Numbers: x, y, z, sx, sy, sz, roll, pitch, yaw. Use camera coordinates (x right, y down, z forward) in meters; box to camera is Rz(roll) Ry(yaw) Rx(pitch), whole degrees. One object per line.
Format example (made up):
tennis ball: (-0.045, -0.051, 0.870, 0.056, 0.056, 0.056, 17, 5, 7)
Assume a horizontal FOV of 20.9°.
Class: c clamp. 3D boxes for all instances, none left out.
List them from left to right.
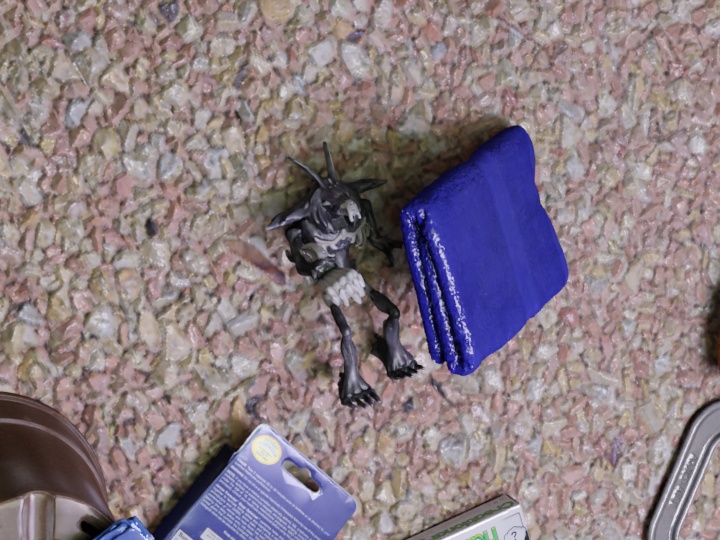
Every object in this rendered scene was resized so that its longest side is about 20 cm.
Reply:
c clamp: (0.350, 0.204, 1.766, 0.170, 0.027, 0.201, 30, 88, -24)

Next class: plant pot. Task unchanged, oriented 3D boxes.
plant pot: (-0.259, 0.208, 1.429, 0.198, 0.198, 0.202, -4, 101, -21)

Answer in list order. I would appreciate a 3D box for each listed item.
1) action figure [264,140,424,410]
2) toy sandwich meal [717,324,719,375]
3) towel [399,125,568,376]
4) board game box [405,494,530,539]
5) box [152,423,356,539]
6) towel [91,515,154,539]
action figure: (0.000, 0.000, 1.546, 0.118, 0.102, 0.202, -25, 109, -31)
toy sandwich meal: (0.412, 0.054, 1.729, 0.203, 0.070, 0.207, -1, 93, -19)
towel: (0.096, -0.017, 1.557, 0.200, 0.049, 0.149, -38, 113, -55)
board game box: (0.061, 0.289, 1.661, 0.199, 0.035, 0.127, -23, 107, -17)
box: (-0.106, 0.230, 1.584, 0.121, 0.032, 0.200, 42, 86, -23)
towel: (-0.159, 0.287, 1.354, 0.144, 0.024, 0.201, -38, 105, -11)
